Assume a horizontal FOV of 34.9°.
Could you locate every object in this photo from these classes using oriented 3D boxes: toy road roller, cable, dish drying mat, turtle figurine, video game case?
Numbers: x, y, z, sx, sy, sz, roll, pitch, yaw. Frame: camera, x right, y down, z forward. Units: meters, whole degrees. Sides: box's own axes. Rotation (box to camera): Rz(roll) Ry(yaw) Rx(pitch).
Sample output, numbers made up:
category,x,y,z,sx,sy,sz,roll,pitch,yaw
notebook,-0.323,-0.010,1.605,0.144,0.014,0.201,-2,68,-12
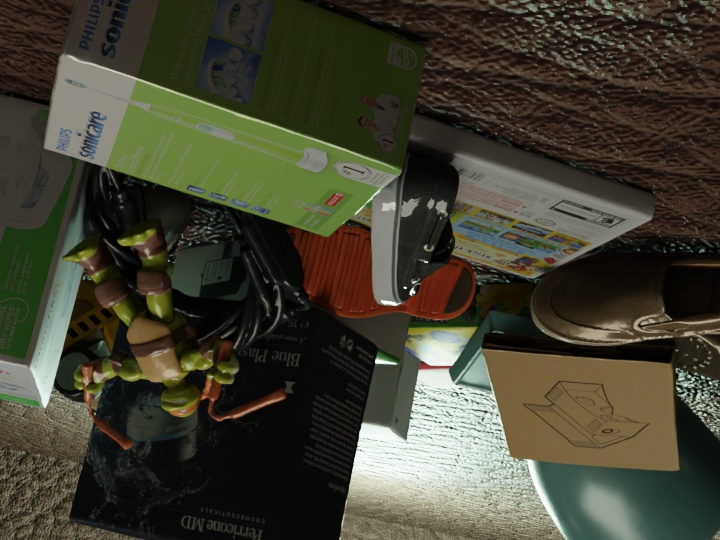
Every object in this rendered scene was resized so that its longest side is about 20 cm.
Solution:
category,x,y,z,sx,sy,sz,roll,pitch,yaw
toy road roller,-0.268,0.066,1.305,0.199,0.147,0.123,-29,155,2
cable,-0.135,-0.027,0.876,0.162,0.051,0.201,-20,110,30
dish drying mat,0.136,0.117,1.325,0.199,0.018,0.077,-7,154,45
turtle figurine,-0.146,0.045,0.853,0.199,0.163,0.064,-9,-162,36
video game case,0.086,-0.050,0.857,0.198,0.023,0.182,16,161,-16

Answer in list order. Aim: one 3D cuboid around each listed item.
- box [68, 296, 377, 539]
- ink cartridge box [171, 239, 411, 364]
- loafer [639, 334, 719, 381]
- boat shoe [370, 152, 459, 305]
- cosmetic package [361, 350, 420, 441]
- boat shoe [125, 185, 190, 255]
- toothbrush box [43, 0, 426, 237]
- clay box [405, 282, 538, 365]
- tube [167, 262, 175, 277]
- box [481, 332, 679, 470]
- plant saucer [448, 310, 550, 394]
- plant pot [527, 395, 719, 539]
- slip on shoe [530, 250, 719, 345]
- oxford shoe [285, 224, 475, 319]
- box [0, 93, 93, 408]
category,x,y,z,sx,sy,sz,roll,pitch,yaw
box,-0.111,0.133,0.954,0.195,0.202,0.117,4,163,26
ink cartridge box,-0.071,0.032,1.094,0.199,0.084,0.146,-6,154,44
loafer,0.297,0.049,0.955,0.199,0.069,0.076,28,153,3
boat shoe,0.040,-0.022,0.826,0.056,0.069,0.200,8,160,6
cosmetic package,-0.039,0.120,1.294,0.198,0.114,0.081,8,161,18
boat shoe,-0.191,-0.035,1.007,0.065,0.073,0.200,-5,168,-20
toothbrush box,-0.081,-0.104,0.696,0.198,0.087,0.146,16,162,-14
clay box,0.124,0.054,1.099,0.199,0.048,0.115,-2,157,37
tube,-0.173,0.025,1.202,0.199,0.058,0.052,20,118,-34
box,0.203,0.122,1.033,0.162,0.021,0.201,3,144,19
plant saucer,0.132,0.083,1.074,0.069,0.019,0.200,14,160,-2
plant pot,0.267,0.193,1.206,0.200,0.201,0.161,-7,133,44
slip on shoe,0.229,0.019,0.886,0.198,0.077,0.061,2,165,19
oxford shoe,0.000,0.000,0.957,0.199,0.072,0.073,15,-174,-35
box,-0.277,-0.011,0.910,0.096,0.202,0.177,13,161,-8
